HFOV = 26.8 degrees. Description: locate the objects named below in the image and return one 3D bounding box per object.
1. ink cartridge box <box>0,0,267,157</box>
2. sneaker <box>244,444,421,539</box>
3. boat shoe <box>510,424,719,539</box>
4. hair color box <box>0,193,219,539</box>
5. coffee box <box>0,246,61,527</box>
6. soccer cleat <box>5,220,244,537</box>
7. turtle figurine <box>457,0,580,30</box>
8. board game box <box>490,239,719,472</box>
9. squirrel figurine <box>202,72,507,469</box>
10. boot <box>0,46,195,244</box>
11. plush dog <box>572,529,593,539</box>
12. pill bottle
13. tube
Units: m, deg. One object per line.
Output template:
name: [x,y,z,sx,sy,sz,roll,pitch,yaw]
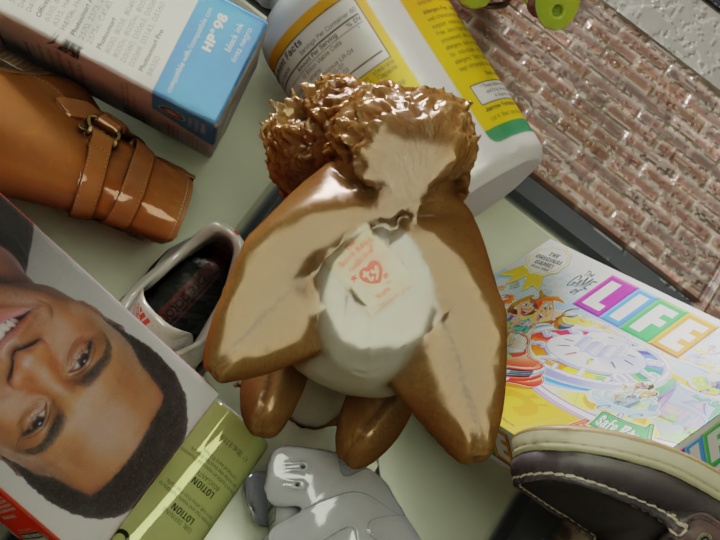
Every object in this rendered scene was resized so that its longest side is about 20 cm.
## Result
ink cartridge box: [-0.155,-0.145,0.845,0.198,0.116,0.067,28,83,-5]
sneaker: [-0.054,0.165,0.800,0.198,0.075,0.116,-19,77,-24]
boat shoe: [0.150,0.130,0.687,0.199,0.072,0.066,28,66,-23]
hair color box: [-0.170,0.029,0.664,0.200,0.061,0.102,43,63,-13]
coffee box: [-0.220,0.077,0.740,0.112,0.080,0.201,15,61,35]
soccer cleat: [-0.126,0.055,0.809,0.068,0.085,0.201,37,67,0]
turtle figurine: [0.071,-0.198,0.930,0.198,0.162,0.065,27,109,-17]
board game box: [0.120,0.058,0.825,0.134,0.199,0.035,-31,123,-22]
squirrel figurine: [0.000,0.000,0.782,0.140,0.187,0.203,11,80,-4]
boot: [-0.164,-0.055,0.792,0.154,0.074,0.200,32,23,-8]
plush dog: [0.103,0.257,0.754,0.159,0.172,0.201,-19,66,-25]
pill bottle: [0.011,-0.120,0.887,0.112,0.113,0.201,-29,81,-21]
tube: [-0.125,0.157,0.791,0.058,0.052,0.201,33,73,17]
